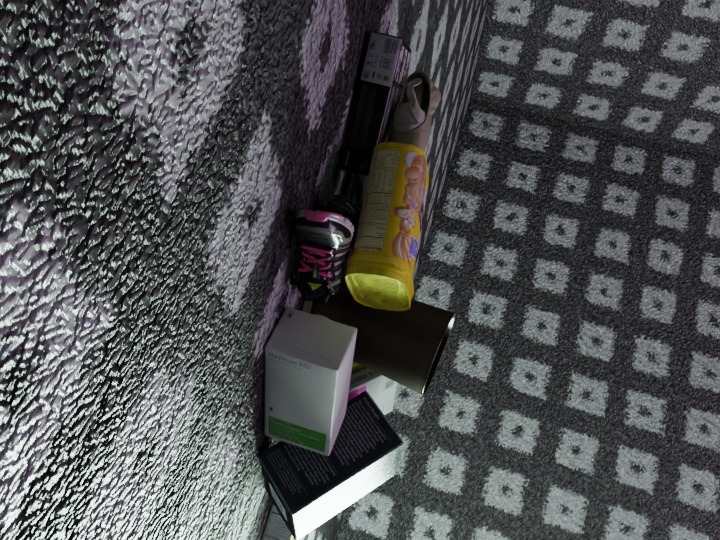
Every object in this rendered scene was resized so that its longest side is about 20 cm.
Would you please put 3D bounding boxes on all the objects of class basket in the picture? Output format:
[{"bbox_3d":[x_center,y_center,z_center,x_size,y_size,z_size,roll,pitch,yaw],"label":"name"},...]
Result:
[{"bbox_3d":[0.031,0.093,1.092,0.180,0.199,0.137,23,88,-79],"label":"basket"}]

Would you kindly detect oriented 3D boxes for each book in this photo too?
[{"bbox_3d":[-0.030,0.230,1.179,0.199,0.048,0.134,-21,143,-23],"label":"book"}]

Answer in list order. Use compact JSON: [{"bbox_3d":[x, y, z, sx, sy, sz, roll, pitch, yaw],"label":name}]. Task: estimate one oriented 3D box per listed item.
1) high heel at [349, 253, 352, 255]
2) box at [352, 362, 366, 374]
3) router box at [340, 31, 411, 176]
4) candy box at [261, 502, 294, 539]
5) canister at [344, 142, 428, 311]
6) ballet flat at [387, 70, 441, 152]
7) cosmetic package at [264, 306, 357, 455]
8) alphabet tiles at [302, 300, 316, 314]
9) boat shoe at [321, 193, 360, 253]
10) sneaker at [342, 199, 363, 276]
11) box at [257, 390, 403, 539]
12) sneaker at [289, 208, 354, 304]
[{"bbox_3d":[0.000,0.000,1.202,0.096,0.067,0.200,-52,131,-17],"label":"high heel"},{"bbox_3d":[0.009,0.148,1.198,0.050,0.199,0.075,59,-9,37],"label":"box"},{"bbox_3d":[0.026,-0.250,1.075,0.149,0.051,0.201,-48,153,-76],"label":"router box"},{"bbox_3d":[-0.124,0.419,1.299,0.117,0.056,0.201,45,63,-81],"label":"candy box"},{"bbox_3d":[0.043,-0.061,0.996,0.149,0.086,0.201,68,31,-68],"label":"canister"},{"bbox_3d":[0.078,-0.242,1.078,0.070,0.069,0.201,97,7,-45],"label":"ballet flat"},{"bbox_3d":[-0.073,0.158,0.987,0.085,0.107,0.201,-65,165,-45],"label":"cosmetic package"},{"bbox_3d":[-0.065,0.055,1.163,0.200,0.015,0.197,-42,147,-75],"label":"alphabet tiles"},{"bbox_3d":[-0.020,-0.064,1.048,0.200,0.071,0.068,42,68,-78],"label":"boat shoe"},{"bbox_3d":[0.000,-0.065,1.264,0.078,0.066,0.201,25,90,-46],"label":"sneaker"},{"bbox_3d":[-0.046,0.307,1.105,0.199,0.107,0.149,-27,151,-20],"label":"box"},{"bbox_3d":[-0.053,-0.011,0.913,0.200,0.073,0.088,97,5,-69],"label":"sneaker"}]
